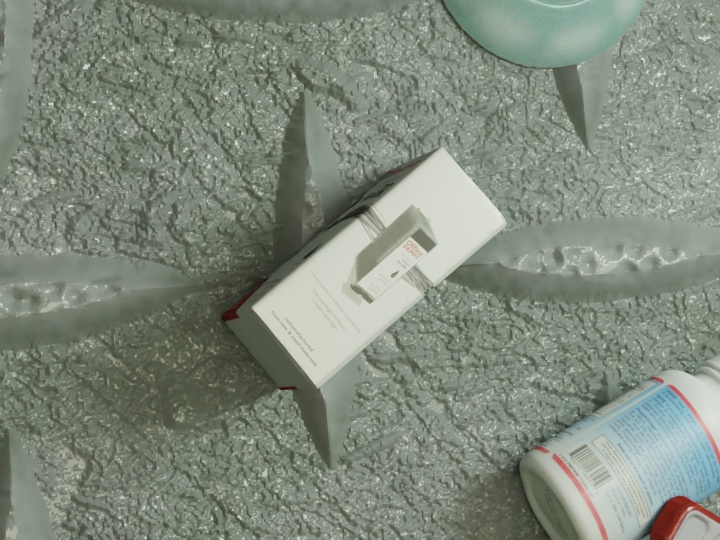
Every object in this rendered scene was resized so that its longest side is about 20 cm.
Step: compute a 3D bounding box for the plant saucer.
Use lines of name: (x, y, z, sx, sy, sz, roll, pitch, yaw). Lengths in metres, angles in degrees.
plant saucer: (0.159, -0.271, 1.785, 0.201, 0.039, 0.201, 1, 87, -14)

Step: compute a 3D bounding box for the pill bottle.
pill bottle: (0.239, 0.151, 1.755, 0.200, 0.109, 0.109, -29, 95, -13)

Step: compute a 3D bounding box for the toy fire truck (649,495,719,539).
toy fire truck: (0.289, 0.292, 1.738, 0.200, 0.112, 0.168, 31, 89, -28)

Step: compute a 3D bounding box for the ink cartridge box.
ink cartridge box: (0.000, 0.000, 1.681, 0.200, 0.147, 0.083, -41, 96, -13)
